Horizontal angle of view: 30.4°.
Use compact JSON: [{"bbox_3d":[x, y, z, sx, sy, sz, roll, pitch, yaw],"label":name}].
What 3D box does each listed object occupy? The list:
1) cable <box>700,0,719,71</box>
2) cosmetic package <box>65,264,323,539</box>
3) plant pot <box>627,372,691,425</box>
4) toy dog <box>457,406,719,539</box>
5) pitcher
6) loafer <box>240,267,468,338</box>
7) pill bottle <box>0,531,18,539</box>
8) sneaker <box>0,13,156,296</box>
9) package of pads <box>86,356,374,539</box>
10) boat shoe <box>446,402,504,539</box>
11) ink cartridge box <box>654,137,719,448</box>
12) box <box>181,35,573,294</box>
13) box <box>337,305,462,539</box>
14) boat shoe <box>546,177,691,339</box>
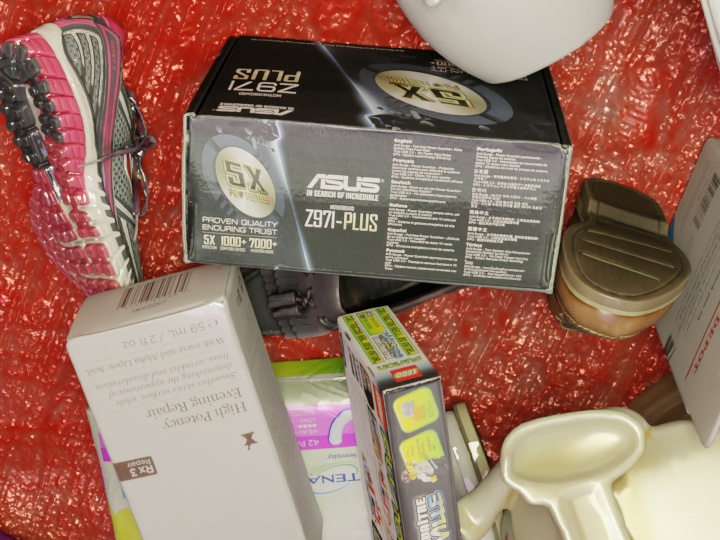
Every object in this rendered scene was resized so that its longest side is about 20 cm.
[{"bbox_3d":[0.204,-0.177,0.673,0.069,0.200,0.200,-12,119,22],"label":"cable"},{"bbox_3d":[-0.096,0.103,0.808,0.101,0.074,0.201,-15,111,7],"label":"cosmetic package"},{"bbox_3d":[0.262,0.162,0.879,0.200,0.093,0.201,2,115,3],"label":"plant pot"},{"bbox_3d":[0.147,0.145,0.791,0.194,0.200,0.140,-27,80,-14],"label":"toy dog"},{"bbox_3d":[0.042,-0.191,0.694,0.121,0.172,0.200,-14,116,45],"label":"pitcher"},{"bbox_3d":[0.000,0.000,0.836,0.199,0.063,0.072,-17,112,10],"label":"loafer"},{"bbox_3d":[-0.300,0.223,0.926,0.200,0.113,0.113,29,112,-10],"label":"pill bottle"},{"bbox_3d":[-0.159,-0.058,0.818,0.080,0.075,0.201,25,134,36],"label":"sneaker"},{"bbox_3d":[-0.073,0.144,0.902,0.199,0.068,0.155,-5,113,6],"label":"package of pads"},{"bbox_3d":[0.068,0.186,0.909,0.068,0.075,0.201,-13,114,3],"label":"boat shoe"},{"bbox_3d":[0.226,0.015,0.755,0.066,0.200,0.116,16,114,-5],"label":"ink cartridge box"},{"bbox_3d":[0.010,-0.066,0.752,0.199,0.164,0.086,5,115,2],"label":"box"},{"bbox_3d":[0.028,0.134,0.804,0.035,0.110,0.201,-13,113,-11],"label":"box"},{"bbox_3d":[0.143,0.008,0.756,0.072,0.200,0.068,21,111,8],"label":"boat shoe"}]
